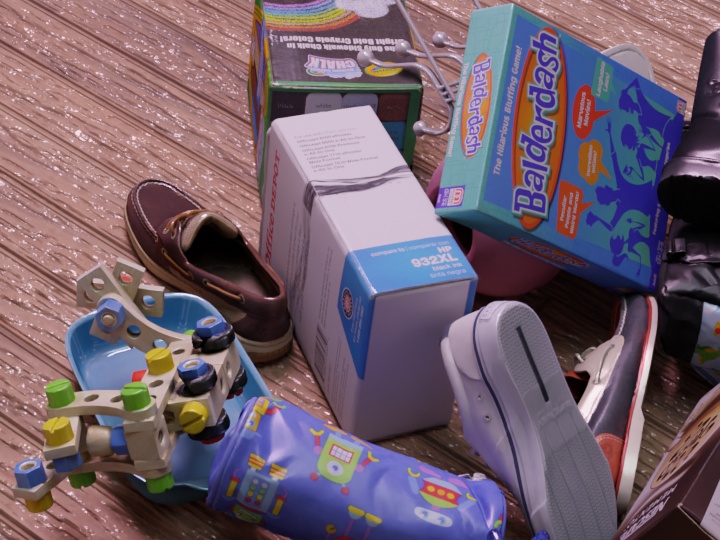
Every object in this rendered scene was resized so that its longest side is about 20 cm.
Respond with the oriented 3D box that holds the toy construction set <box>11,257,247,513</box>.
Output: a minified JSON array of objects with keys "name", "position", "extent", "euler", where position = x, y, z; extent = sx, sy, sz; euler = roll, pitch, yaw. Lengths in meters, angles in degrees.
[{"name":"toy construction set","position":[-0.150,0.076,1.278],"extent":[0.130,0.093,0.201],"euler":[-9,37,12]}]

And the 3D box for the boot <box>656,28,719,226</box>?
[{"name":"boot","position":[0.326,-0.102,1.392],"extent":[0.199,0.077,0.169],"euler":[10,55,24]}]

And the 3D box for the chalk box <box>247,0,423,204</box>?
[{"name":"chalk box","position":[-0.021,-0.131,1.550],"extent":[0.124,0.124,0.201],"euler":[1,43,-8]}]

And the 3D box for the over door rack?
[{"name":"over door rack","position":[0.045,-0.203,1.469],"extent":[0.066,0.201,0.148],"euler":[-19,3,29]}]

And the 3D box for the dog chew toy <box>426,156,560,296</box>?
[{"name":"dog chew toy","position":[0.147,-0.052,1.492],"extent":[0.199,0.125,0.125],"euler":[-14,45,-33]}]

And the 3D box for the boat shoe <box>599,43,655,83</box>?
[{"name":"boat shoe","position":[0.141,-0.128,1.463],"extent":[0.199,0.062,0.073],"euler":[-17,90,-41]}]

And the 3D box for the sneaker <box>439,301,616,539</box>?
[{"name":"sneaker","position":[0.111,0.117,1.282],"extent":[0.073,0.201,0.071],"euler":[-20,4,-40]}]

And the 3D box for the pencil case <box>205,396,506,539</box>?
[{"name":"pencil case","position":[0.002,0.146,1.249],"extent":[0.199,0.078,0.087],"euler":[21,59,-3]}]

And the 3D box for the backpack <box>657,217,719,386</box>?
[{"name":"backpack","position":[0.325,0.029,1.416],"extent":[0.199,0.155,0.163],"euler":[-1,30,15]}]

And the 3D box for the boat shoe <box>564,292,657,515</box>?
[{"name":"boat shoe","position":[0.173,0.088,1.374],"extent":[0.062,0.071,0.201],"euler":[10,46,8]}]

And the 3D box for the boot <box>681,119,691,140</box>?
[{"name":"boot","position":[0.331,-0.072,1.471],"extent":[0.202,0.154,0.074],"euler":[19,80,-23]}]

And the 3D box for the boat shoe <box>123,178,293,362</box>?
[{"name":"boat shoe","position":[-0.113,-0.018,1.448],"extent":[0.072,0.072,0.200],"euler":[-19,48,-26]}]

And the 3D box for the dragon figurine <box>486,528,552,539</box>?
[{"name":"dragon figurine","position":[0.095,0.248,1.157],"extent":[0.058,0.100,0.201],"euler":[4,42,-2]}]

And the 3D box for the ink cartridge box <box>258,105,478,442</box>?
[{"name":"ink cartridge box","position":[0.000,0.000,1.388],"extent":[0.083,0.146,0.200],"euler":[-11,44,-19]}]

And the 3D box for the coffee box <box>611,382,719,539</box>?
[{"name":"coffee box","position":[0.245,0.142,1.271],"extent":[0.080,0.113,0.200],"euler":[42,47,1]}]

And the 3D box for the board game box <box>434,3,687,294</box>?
[{"name":"board game box","position":[0.148,-0.083,1.389],"extent":[0.199,0.153,0.045],"euler":[21,-16,-39]}]

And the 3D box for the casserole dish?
[{"name":"casserole dish","position":[-0.131,0.092,1.350],"extent":[0.120,0.039,0.200],"euler":[-15,45,-22]}]
